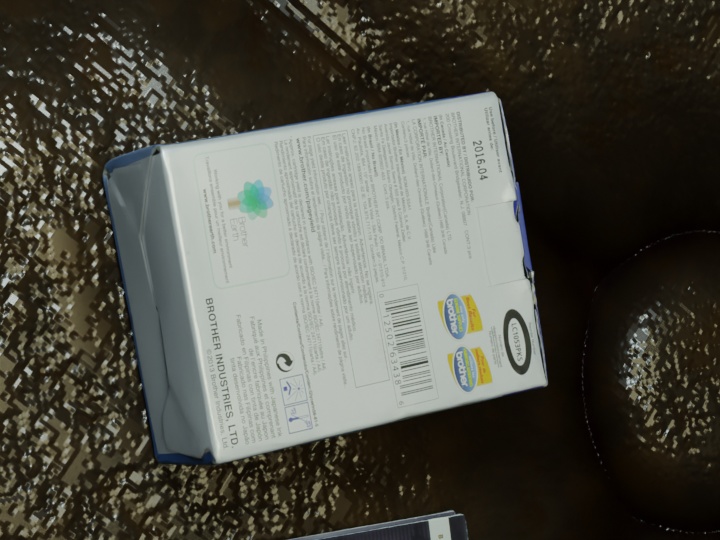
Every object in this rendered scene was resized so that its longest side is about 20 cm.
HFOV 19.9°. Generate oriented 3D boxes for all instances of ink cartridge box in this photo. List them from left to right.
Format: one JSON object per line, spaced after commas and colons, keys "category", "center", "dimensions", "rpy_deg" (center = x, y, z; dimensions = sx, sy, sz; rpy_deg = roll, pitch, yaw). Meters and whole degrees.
{"category": "ink cartridge box", "center": [0.000, 0.000, 0.907], "dimensions": [0.199, 0.076, 0.137], "rpy_deg": [-11, 93, -26]}

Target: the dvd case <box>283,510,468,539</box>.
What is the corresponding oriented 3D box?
{"category": "dvd case", "center": [-0.033, 0.196, 0.914], "dimensions": [0.199, 0.016, 0.150], "rpy_deg": [-6, 89, -26]}
